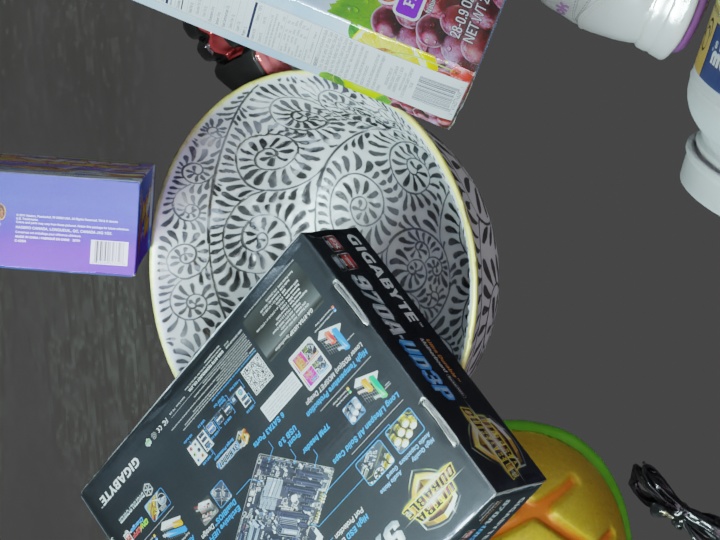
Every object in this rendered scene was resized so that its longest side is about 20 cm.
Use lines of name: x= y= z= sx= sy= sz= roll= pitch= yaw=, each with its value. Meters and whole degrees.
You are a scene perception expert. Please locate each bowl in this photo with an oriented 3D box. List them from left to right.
bowl: x=0.000 y=0.000 z=1.318 sx=0.094 sy=0.200 sz=0.201 roll=-8 pitch=100 yaw=-54

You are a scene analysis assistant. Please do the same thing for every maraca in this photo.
maraca: x=0.072 y=0.175 z=1.357 sx=0.137 sy=0.107 sz=0.200 roll=4 pitch=95 yaw=-10

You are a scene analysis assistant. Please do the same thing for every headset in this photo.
headset: x=0.230 y=0.060 z=1.372 sx=0.094 sy=0.123 sz=0.200 roll=37 pitch=100 yaw=8

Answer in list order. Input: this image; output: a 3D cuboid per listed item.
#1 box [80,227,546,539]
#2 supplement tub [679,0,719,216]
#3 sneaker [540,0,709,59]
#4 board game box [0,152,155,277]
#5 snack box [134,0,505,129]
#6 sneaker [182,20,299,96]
box: x=-0.028 y=0.103 z=1.260 sx=0.200 sy=0.046 sz=0.159 roll=-49 pitch=65 yaw=28
supplement tub: x=0.247 y=-0.119 z=1.322 sx=0.144 sy=0.144 sz=0.200 roll=13 pitch=110 yaw=-10
sneaker: x=0.147 y=-0.211 z=1.339 sx=0.099 sy=0.075 sz=0.200 roll=16 pitch=102 yaw=2
board game box: x=-0.201 y=-0.032 z=1.265 sx=0.200 sy=0.134 sz=0.045 roll=4 pitch=95 yaw=-2
snack box: x=-0.017 y=-0.183 z=1.244 sx=0.200 sy=0.068 sz=0.169 roll=21 pitch=66 yaw=0
sneaker: x=-0.073 y=-0.181 z=1.328 sx=0.087 sy=0.074 sz=0.200 roll=-39 pitch=103 yaw=-20
